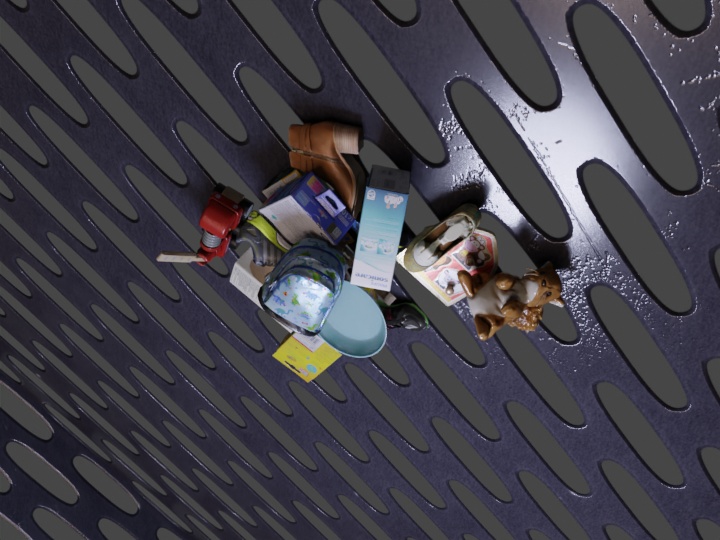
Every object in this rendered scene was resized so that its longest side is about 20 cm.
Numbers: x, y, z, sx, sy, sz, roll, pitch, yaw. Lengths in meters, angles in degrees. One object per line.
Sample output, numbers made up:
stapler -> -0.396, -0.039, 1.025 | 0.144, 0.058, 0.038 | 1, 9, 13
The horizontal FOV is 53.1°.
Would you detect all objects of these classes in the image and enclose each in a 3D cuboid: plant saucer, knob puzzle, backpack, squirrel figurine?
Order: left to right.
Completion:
backpack -> -0.108, 0.031, 1.439 | 0.162, 0.154, 0.201 | 32, 117, -7
plant saucer -> -0.025, 0.094, 1.540 | 0.197, 0.036, 0.203 | 17, 129, 22
knob puzzle -> 0.198, -0.018, 1.489 | 0.215, 0.031, 0.222 | 6, 130, 7
squirrel figurine -> 0.316, 0.052, 1.458 | 0.184, 0.144, 0.200 | -22, 160, 13

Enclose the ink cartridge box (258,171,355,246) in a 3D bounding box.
ink cartridge box -> -0.103, -0.113, 1.450 | 0.137, 0.077, 0.199 | 47, 156, -18

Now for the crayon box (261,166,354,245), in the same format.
crayon box -> -0.105, -0.133, 1.570 | 0.125, 0.052, 0.201 | -22, 116, 42

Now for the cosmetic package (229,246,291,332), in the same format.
cosmetic package -> -0.210, 0.044, 1.712 | 0.199, 0.071, 0.105 | 40, 148, 2

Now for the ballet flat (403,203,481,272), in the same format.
ballet flat -> 0.155, -0.057, 1.423 | 0.199, 0.071, 0.071 | -39, 107, 25

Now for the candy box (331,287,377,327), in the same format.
candy box -> -0.050, 0.073, 1.585 | 0.197, 0.026, 0.104 | 5, 128, 31

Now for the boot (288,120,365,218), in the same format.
boot -> -0.070, -0.201, 1.453 | 0.152, 0.074, 0.204 | 7, 110, 16

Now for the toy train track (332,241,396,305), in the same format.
toy train track -> 0.000, 0.000, 1.547 | 0.200, 0.033, 0.115 | 44, 99, -7

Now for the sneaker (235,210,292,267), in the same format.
sneaker -> -0.183, -0.030, 1.531 | 0.200, 0.081, 0.074 | 45, 172, -6

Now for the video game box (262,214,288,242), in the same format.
video game box -> -0.157, -0.042, 1.640 | 0.200, 0.047, 0.182 | 43, 159, -5

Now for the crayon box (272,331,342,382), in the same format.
crayon box -> -0.130, 0.198, 1.830 | 0.126, 0.051, 0.200 | 39, 137, -8

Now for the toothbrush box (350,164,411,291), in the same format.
toothbrush box -> 0.040, -0.085, 1.406 | 0.084, 0.147, 0.203 | 9, 115, 1

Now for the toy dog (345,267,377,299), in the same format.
toy dog -> -0.031, 0.049, 1.653 | 0.096, 0.133, 0.200 | 36, 119, -21

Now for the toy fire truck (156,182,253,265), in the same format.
toy fire truck -> -0.356, -0.084, 1.649 | 0.127, 0.201, 0.177 | 30, 138, -1

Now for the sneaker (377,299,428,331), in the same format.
sneaker -> 0.066, 0.118, 1.684 | 0.197, 0.084, 0.078 | 7, 134, 24

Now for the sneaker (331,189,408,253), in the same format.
sneaker -> 0.006, -0.091, 1.534 | 0.199, 0.066, 0.079 | 36, 137, -6
